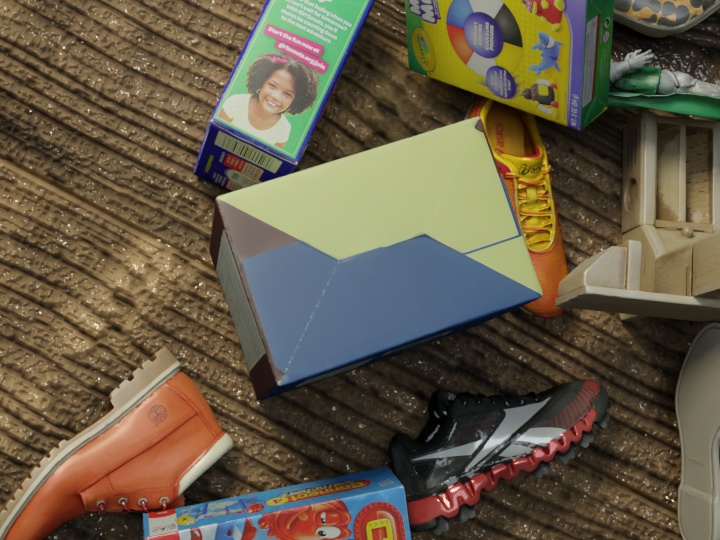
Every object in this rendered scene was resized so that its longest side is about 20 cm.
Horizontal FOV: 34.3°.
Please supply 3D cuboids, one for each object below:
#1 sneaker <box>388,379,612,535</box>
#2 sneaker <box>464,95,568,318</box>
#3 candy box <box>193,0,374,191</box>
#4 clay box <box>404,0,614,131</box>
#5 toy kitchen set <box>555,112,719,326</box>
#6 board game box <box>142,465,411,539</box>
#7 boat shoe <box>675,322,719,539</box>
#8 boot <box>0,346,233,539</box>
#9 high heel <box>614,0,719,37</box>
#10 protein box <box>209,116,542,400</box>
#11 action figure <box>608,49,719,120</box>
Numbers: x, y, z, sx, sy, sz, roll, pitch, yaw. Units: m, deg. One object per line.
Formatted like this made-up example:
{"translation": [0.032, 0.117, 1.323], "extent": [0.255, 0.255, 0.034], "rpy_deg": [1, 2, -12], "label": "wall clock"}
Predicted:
{"translation": [0.109, 0.128, 0.944], "extent": [0.199, 0.071, 0.099], "rpy_deg": [-27, 89, -11], "label": "sneaker"}
{"translation": [0.131, -0.058, 0.975], "extent": [0.072, 0.077, 0.202], "rpy_deg": [-16, 86, -13], "label": "sneaker"}
{"translation": [-0.053, -0.166, 0.913], "extent": [0.076, 0.169, 0.202], "rpy_deg": [24, 78, -8], "label": "candy box"}
{"translation": [0.103, -0.197, 0.926], "extent": [0.199, 0.116, 0.048], "rpy_deg": [25, 48, 33], "label": "clay box"}
{"translation": [0.242, -0.055, 0.928], "extent": [0.161, 0.200, 0.182], "rpy_deg": [5, 80, -9], "label": "toy kitchen set"}
{"translation": [-0.053, 0.268, 0.882], "extent": [0.194, 0.056, 0.202], "rpy_deg": [-10, 97, -10], "label": "board game box"}
{"translation": [0.300, 0.136, 0.962], "extent": [0.056, 0.067, 0.202], "rpy_deg": [-7, 106, -27], "label": "boat shoe"}
{"translation": [-0.191, 0.164, 0.892], "extent": [0.200, 0.075, 0.107], "rpy_deg": [-42, 95, -14], "label": "boot"}
{"translation": [0.239, -0.266, 1.023], "extent": [0.199, 0.071, 0.143], "rpy_deg": [-30, 93, -3], "label": "high heel"}
{"translation": [0.000, 0.000, 0.880], "extent": [0.197, 0.200, 0.136], "rpy_deg": [-18, 85, -11], "label": "protein box"}
{"translation": [0.226, -0.155, 0.970], "extent": [0.198, 0.118, 0.055], "rpy_deg": [5, 100, 6], "label": "action figure"}
